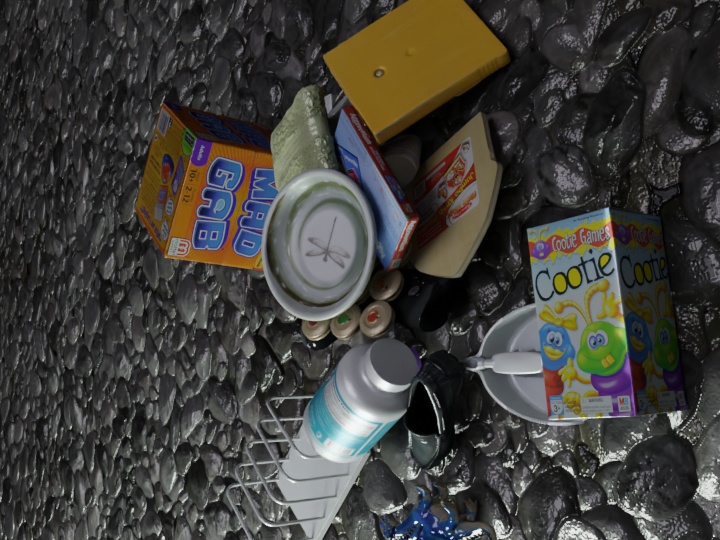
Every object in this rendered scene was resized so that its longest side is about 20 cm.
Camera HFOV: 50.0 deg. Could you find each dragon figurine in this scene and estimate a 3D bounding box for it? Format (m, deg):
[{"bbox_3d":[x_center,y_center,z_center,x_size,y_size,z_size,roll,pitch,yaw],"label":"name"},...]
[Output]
[{"bbox_3d":[0.105,0.334,0.977,0.200,0.059,0.100,15,98,50],"label":"dragon figurine"}]

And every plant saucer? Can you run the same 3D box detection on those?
[{"bbox_3d":[-0.047,-0.034,1.028,0.199,0.050,0.201,-2,88,38],"label":"plant saucer"}]

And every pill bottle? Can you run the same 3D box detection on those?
[{"bbox_3d":[0.004,0.172,1.044,0.200,0.110,0.111,-55,48,45],"label":"pill bottle"}]

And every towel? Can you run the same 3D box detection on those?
[{"bbox_3d":[-0.088,-0.165,1.119,0.200,0.036,0.149,-34,67,62],"label":"towel"}]

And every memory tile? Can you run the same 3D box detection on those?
[{"bbox_3d":[0.000,0.000,1.043,0.153,0.017,0.201,-4,59,38],"label":"memory tile"}]

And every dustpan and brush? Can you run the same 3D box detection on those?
[{"bbox_3d":[0.169,0.111,0.921,0.200,0.057,0.140,-10,79,51],"label":"dustpan and brush"}]

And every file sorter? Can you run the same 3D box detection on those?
[{"bbox_3d":[-0.105,0.305,1.178,0.139,0.124,0.201,48,122,41],"label":"file sorter"}]

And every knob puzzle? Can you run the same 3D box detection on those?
[{"bbox_3d":[0.121,-0.076,1.000,0.219,0.030,0.221,-36,45,47],"label":"knob puzzle"}]

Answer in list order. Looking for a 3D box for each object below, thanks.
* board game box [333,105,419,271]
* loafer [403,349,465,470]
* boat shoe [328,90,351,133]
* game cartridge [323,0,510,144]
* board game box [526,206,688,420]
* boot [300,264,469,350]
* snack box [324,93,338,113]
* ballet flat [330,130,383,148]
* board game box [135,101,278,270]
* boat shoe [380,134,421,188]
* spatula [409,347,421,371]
[{"bbox_3d":[0.012,-0.107,1.001,0.201,0.019,0.103,63,150,29],"label":"board game box"},{"bbox_3d":[0.082,0.185,0.969,0.068,0.070,0.201,36,139,32],"label":"loafer"},{"bbox_3d":[-0.005,-0.243,1.163,0.200,0.071,0.064,-52,12,30],"label":"boat shoe"},{"bbox_3d":[0.070,-0.279,1.023,0.199,0.032,0.177,-31,57,3],"label":"game cartridge"},{"bbox_3d":[0.252,0.048,0.797,0.105,0.103,0.201,-16,75,48],"label":"board game box"},{"bbox_3d":[0.028,0.058,1.042,0.200,0.066,0.165,14,60,48],"label":"boot"},{"bbox_3d":[-0.056,-0.177,1.241,0.072,0.024,0.201,-15,75,47],"label":"snack box"},{"bbox_3d":[-0.002,-0.182,1.096,0.200,0.070,0.066,-30,53,45],"label":"ballet flat"},{"bbox_3d":[-0.239,-0.141,1.301,0.200,0.199,0.201,44,119,50],"label":"board game box"},{"bbox_3d":[0.015,-0.136,1.126,0.200,0.072,0.069,-38,19,47],"label":"boat shoe"},{"bbox_3d":[0.027,0.156,1.114,0.200,0.020,0.057,-25,72,46],"label":"spatula"}]
